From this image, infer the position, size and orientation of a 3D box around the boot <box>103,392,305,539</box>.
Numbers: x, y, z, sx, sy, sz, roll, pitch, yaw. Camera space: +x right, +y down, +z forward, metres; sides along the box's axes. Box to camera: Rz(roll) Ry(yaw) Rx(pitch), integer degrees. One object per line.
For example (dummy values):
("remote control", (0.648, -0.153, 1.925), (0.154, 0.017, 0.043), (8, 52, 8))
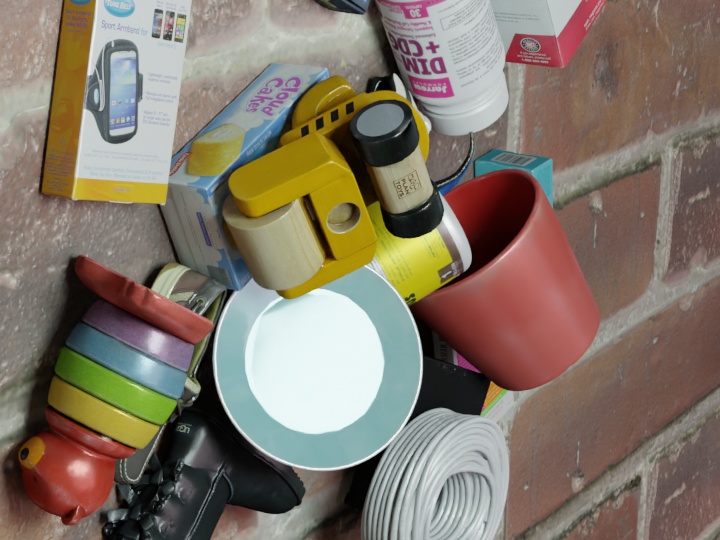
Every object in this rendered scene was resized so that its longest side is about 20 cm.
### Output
("boot", (-0.143, 0.225, 1.521), (0.198, 0.073, 0.163), (51, 55, -43))

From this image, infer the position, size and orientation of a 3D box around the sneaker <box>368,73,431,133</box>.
("sneaker", (-0.006, -0.125, 1.642), (0.200, 0.073, 0.080), (-51, 123, -42))

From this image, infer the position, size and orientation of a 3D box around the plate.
("plate", (-0.040, 0.082, 1.491), (0.199, 0.026, 0.202), (3, 79, -17))

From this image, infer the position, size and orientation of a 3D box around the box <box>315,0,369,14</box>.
("box", (-0.025, -0.361, 1.535), (0.157, 0.051, 0.201), (23, 81, -57))

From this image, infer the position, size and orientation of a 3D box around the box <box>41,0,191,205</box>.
("box", (-0.197, -0.157, 1.342), (0.119, 0.041, 0.202), (1, 97, -58))

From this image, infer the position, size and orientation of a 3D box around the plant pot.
("plant pot", (0.155, 0.019, 1.761), (0.178, 0.200, 0.201), (50, 55, -26))

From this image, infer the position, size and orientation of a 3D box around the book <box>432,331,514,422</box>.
("book", (0.128, 0.096, 1.921), (0.134, 0.048, 0.201), (-42, 132, -53))

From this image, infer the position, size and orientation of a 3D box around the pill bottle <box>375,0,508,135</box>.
("pill bottle", (0.086, -0.244, 1.692), (0.114, 0.113, 0.201), (-56, 142, -31))

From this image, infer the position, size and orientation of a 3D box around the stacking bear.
("stacking bear", (-0.212, 0.108, 1.345), (0.113, 0.121, 0.201), (30, 84, -42))

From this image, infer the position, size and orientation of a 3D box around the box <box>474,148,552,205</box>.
("box", (0.183, -0.038, 1.944), (0.049, 0.082, 0.201), (-31, 125, -48))

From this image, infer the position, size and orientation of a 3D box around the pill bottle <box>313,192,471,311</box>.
("pill bottle", (0.000, 0.000, 1.578), (0.199, 0.109, 0.110), (-31, 134, -6))

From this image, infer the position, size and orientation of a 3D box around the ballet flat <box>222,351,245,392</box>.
("ballet flat", (-0.090, 0.117, 1.562), (0.200, 0.068, 0.069), (22, 65, -52))

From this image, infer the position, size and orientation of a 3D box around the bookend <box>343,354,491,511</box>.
("bookend", (0.029, 0.182, 1.762), (0.198, 0.092, 0.201), (18, 89, -54))

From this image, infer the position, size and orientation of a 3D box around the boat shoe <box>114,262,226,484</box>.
("boat shoe", (-0.172, 0.094, 1.431), (0.072, 0.066, 0.202), (41, 65, -66))

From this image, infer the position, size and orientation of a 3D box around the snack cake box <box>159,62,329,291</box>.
("snack cake box", (-0.095, -0.088, 1.498), (0.200, 0.067, 0.116), (-50, 137, -38))

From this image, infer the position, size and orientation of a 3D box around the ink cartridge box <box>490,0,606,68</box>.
("ink cartridge box", (0.163, -0.344, 1.750), (0.145, 0.145, 0.201), (-55, 142, -32))

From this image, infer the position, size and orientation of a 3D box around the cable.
("cable", (0.082, 0.244, 1.722), (0.200, 0.069, 0.201), (-50, 137, -28))

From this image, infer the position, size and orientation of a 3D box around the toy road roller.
("toy road roller", (-0.032, -0.085, 1.453), (0.199, 0.146, 0.123), (-28, 132, -6))

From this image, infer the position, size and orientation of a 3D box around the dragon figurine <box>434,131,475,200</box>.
("dragon figurine", (0.051, -0.068, 1.685), (0.200, 0.059, 0.099), (-37, 171, 0))
